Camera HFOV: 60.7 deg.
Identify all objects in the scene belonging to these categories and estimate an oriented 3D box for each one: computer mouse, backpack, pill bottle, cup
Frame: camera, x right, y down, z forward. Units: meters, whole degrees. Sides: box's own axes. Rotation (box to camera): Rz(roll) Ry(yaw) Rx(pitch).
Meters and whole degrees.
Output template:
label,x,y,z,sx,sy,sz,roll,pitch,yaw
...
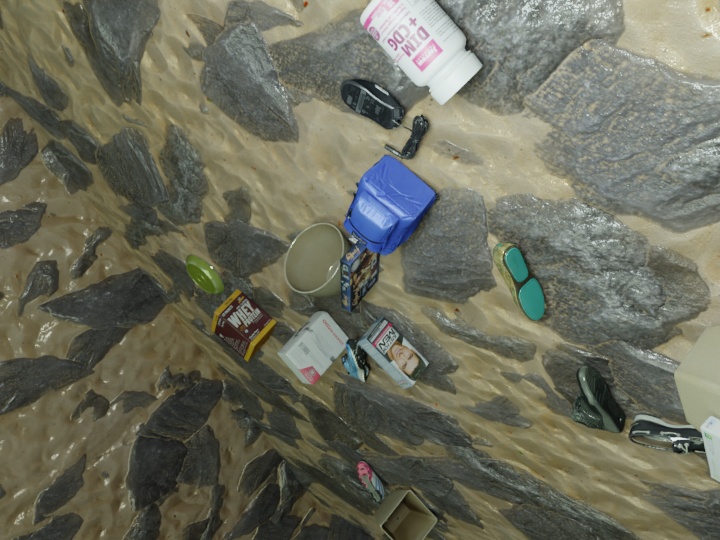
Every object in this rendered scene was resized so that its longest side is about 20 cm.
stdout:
label,x,y,z,sx,sy,sz,roll,pitch,yaw
computer mouse,0.048,-0.313,1.259,0.199,0.046,0.141,30,152,10
backpack,0.044,-0.129,1.371,0.163,0.168,0.200,45,153,8
pill bottle,0.105,-0.385,1.032,0.200,0.113,0.113,46,149,-7
cup,-0.087,-0.010,1.668,0.199,0.201,0.143,13,167,39

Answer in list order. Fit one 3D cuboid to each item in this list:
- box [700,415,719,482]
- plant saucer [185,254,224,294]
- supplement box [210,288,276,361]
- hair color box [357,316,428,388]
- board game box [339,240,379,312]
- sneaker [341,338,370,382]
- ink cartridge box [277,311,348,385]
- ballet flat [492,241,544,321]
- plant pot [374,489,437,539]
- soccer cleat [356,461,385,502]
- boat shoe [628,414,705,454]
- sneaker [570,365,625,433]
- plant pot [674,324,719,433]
label,x,y,z,sx,sy,sz,roll,pitch,yaw
box,0.659,0.333,0.988,0.200,0.036,0.145,30,153,56
plant saucer,-0.625,0.024,2.440,0.199,0.031,0.201,29,147,21
supplement box,-0.457,0.214,2.384,0.200,0.133,0.197,40,149,3
hair color box,0.099,0.245,1.830,0.200,0.099,0.061,46,148,-6
board game box,0.000,0.000,1.604,0.034,0.136,0.201,29,147,20
sneaker,-0.029,0.300,2.043,0.089,0.079,0.201,7,137,19
ink cartridge box,-0.152,0.253,2.024,0.146,0.200,0.085,52,153,-16
ballet flat,0.340,0.020,1.325,0.070,0.071,0.201,1,131,48
plant pot,0.174,1.084,2.691,0.200,0.200,0.177,49,159,-11
soccer cleat,0.048,0.953,2.794,0.070,0.086,0.201,-28,87,21
boat shoe,0.696,0.374,1.354,0.199,0.060,0.074,9,135,42
sneaker,0.529,0.304,1.441,0.114,0.076,0.200,-10,127,45
plant pot,0.671,0.204,1.064,0.177,0.200,0.200,16,142,54
